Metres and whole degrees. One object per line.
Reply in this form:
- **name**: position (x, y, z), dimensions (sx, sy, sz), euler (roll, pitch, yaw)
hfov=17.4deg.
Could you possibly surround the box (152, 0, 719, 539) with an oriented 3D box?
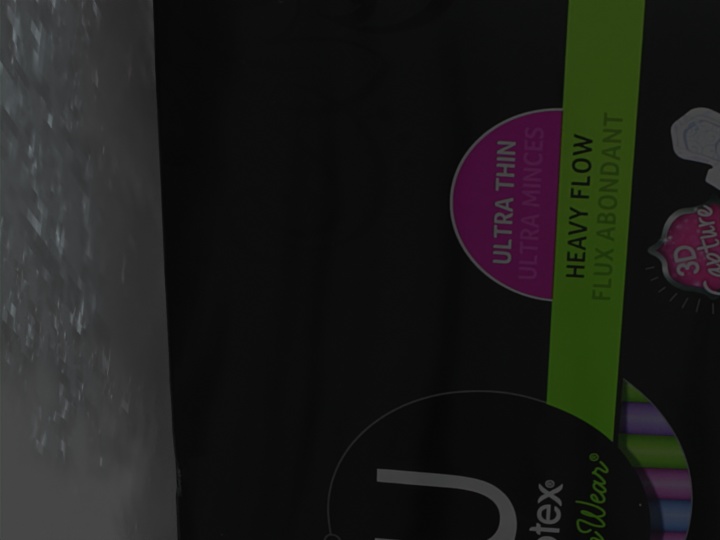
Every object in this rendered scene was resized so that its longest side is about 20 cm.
- **box**: position (0.034, -0.006, 0.576), dimensions (0.124, 0.148, 0.200), euler (-78, 169, -57)
